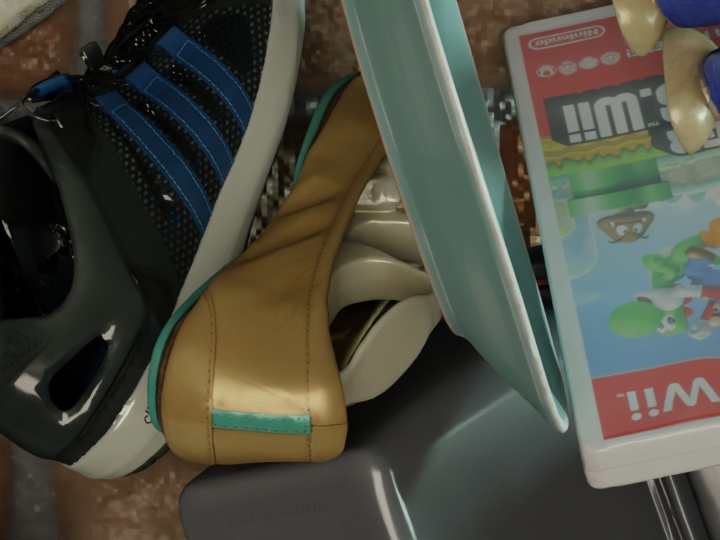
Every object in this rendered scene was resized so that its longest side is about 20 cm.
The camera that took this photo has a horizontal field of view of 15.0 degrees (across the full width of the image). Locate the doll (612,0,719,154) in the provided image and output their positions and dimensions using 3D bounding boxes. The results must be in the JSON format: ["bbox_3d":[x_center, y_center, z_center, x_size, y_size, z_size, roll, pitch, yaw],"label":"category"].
[{"bbox_3d":[0.171,-0.095,0.757,0.199,0.049,0.137,-15,128,23],"label":"doll"}]

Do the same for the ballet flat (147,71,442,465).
[{"bbox_3d":[0.000,0.000,0.810,0.063,0.200,0.069,8,123,17],"label":"ballet flat"}]

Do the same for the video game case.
[{"bbox_3d":[0.122,-0.024,0.806,0.142,0.201,0.018,-12,130,5],"label":"video game case"}]

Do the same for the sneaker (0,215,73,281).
[{"bbox_3d":[-0.180,-0.037,0.875,0.200,0.075,0.082,39,119,8],"label":"sneaker"}]

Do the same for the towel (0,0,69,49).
[{"bbox_3d":[-0.114,-0.190,0.870,0.200,0.035,0.193,-37,94,7],"label":"towel"}]

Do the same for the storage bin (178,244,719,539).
[{"bbox_3d":[0.027,0.111,0.833,0.145,0.134,0.201,-14,97,39],"label":"storage bin"}]

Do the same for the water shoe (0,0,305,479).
[{"bbox_3d":[-0.071,-0.039,0.822,0.079,0.071,0.201,27,57,-28],"label":"water shoe"}]

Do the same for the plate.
[{"bbox_3d":[0.018,-0.051,0.735,0.025,0.200,0.202,-16,96,6],"label":"plate"}]
